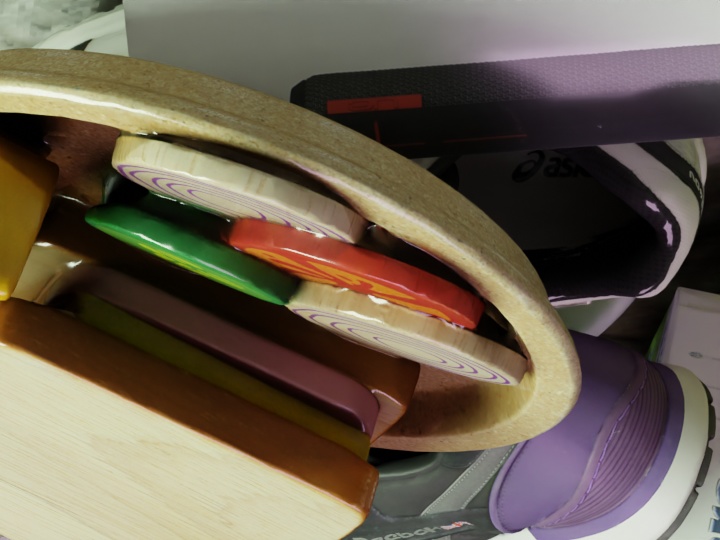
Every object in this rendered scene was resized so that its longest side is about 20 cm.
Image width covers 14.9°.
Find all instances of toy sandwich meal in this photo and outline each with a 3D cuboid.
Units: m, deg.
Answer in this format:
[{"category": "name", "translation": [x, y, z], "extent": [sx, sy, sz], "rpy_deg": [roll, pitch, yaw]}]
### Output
[{"category": "toy sandwich meal", "translation": [-0.045, 0.020, 0.653], "extent": [0.204, 0.071, 0.205], "rpy_deg": [16, 159, 6]}]

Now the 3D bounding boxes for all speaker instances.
[{"category": "speaker", "translation": [0.043, -0.069, 0.654], "extent": [0.199, 0.082, 0.081], "rpy_deg": [-4, 159, 3]}]

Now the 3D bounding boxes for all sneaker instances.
[{"category": "sneaker", "translation": [0.010, 0.059, 0.835], "extent": [0.087, 0.076, 0.200], "rpy_deg": [26, 144, -26]}, {"category": "sneaker", "translation": [-0.008, -0.026, 0.712], "extent": [0.199, 0.088, 0.076], "rpy_deg": [-3, 115, 1]}]

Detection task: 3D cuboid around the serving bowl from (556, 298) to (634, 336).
[{"category": "serving bowl", "translation": [0.000, 0.000, 0.845], "extent": [0.199, 0.066, 0.200], "rpy_deg": [-2, 160, -1]}]

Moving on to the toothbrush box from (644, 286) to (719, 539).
[{"category": "toothbrush box", "translation": [0.124, 0.096, 0.925], "extent": [0.086, 0.147, 0.200], "rpy_deg": [12, 172, 6]}]
